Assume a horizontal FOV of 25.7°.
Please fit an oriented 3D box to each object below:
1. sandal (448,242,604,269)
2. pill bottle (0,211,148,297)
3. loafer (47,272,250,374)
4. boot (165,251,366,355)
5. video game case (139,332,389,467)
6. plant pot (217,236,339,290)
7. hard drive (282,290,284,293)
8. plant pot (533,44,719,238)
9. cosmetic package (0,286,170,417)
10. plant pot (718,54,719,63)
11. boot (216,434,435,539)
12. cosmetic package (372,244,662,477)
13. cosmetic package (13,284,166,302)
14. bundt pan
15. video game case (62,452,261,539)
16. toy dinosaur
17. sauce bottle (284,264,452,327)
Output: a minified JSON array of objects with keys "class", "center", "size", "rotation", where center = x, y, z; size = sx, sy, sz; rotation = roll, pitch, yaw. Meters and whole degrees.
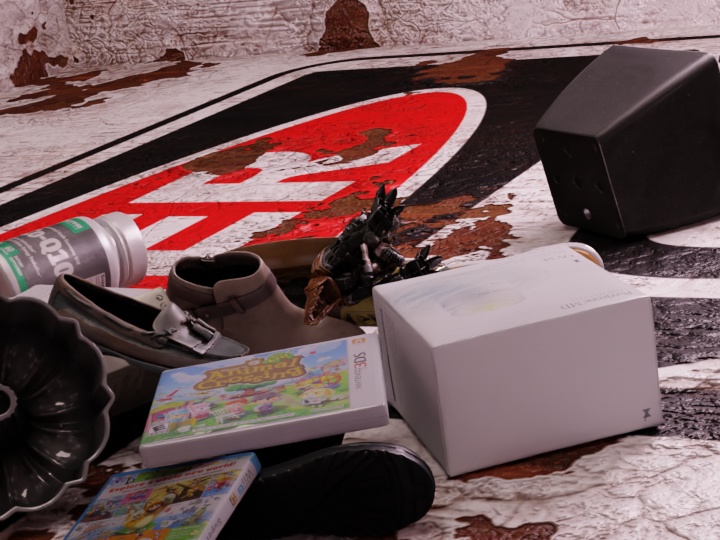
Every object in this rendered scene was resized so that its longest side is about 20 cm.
[{"class":"sandal","center":[0.158,0.026,1.647],"size":[0.205,0.080,0.059],"rotation":[-9,15,32]},{"class":"pill bottle","center":[-0.366,0.001,1.923],"size":[0.199,0.114,0.112],"rotation":[-22,21,-39]},{"class":"loafer","center":[-0.194,0.052,1.436],"size":[0.198,0.064,0.072],"rotation":[12,15,6]},{"class":"boot","center":[-0.095,0.039,1.564],"size":[0.197,0.147,0.071],"rotation":[-4,51,2]},{"class":"video game case","center":[-0.077,0.104,1.313],"size":[0.197,0.022,0.182],"rotation":[-10,16,2]},{"class":"plant pot","center":[-0.063,-0.004,1.703],"size":[0.197,0.028,0.200],"rotation":[-5,-8,-1]},{"class":"hard drive","center":[-0.093,0.053,1.748],"size":[0.138,0.033,0.200],"rotation":[0,19,27]},{"class":"plant pot","center":[0.332,-0.145,1.948],"size":[0.176,0.202,0.199],"rotation":[-30,24,-22]},{"class":"cosmetic package","center":[-0.269,0.099,1.515],"size":[0.198,0.071,0.106],"rotation":[-20,-25,-30]},{"class":"plant pot","center":[0.579,-0.217,2.051],"size":[0.197,0.182,0.200],"rotation":[-11,16,-5]},{"class":"boot","center":[-0.029,0.152,1.295],"size":[0.198,0.077,0.168],"rotation":[-12,19,13]},{"class":"cosmetic package","center":[0.134,0.073,1.402],"size":[0.197,0.124,0.200],"rotation":[-12,18,-12]},{"class":"cosmetic package","center":[-0.305,0.069,1.717],"size":[0.198,0.082,0.113],"rotation":[-1,16,29]},{"class":"bundt pan","center":[-0.318,0.126,1.376],"size":[0.200,0.204,0.076],"rotation":[-14,-17,-19]},{"class":"video game case","center":[-0.172,0.209,1.174],"size":[0.142,0.018,0.200],"rotation":[-13,25,28]},{"class":"toy dinosaur","center":[0.000,0.000,1.535],"size":[0.135,0.102,0.201],"rotation":[-27,35,37]},{"class":"sauce bottle","center":[0.008,0.026,1.626],"size":[0.198,0.065,0.064],"rotation":[-1,17,40]}]
